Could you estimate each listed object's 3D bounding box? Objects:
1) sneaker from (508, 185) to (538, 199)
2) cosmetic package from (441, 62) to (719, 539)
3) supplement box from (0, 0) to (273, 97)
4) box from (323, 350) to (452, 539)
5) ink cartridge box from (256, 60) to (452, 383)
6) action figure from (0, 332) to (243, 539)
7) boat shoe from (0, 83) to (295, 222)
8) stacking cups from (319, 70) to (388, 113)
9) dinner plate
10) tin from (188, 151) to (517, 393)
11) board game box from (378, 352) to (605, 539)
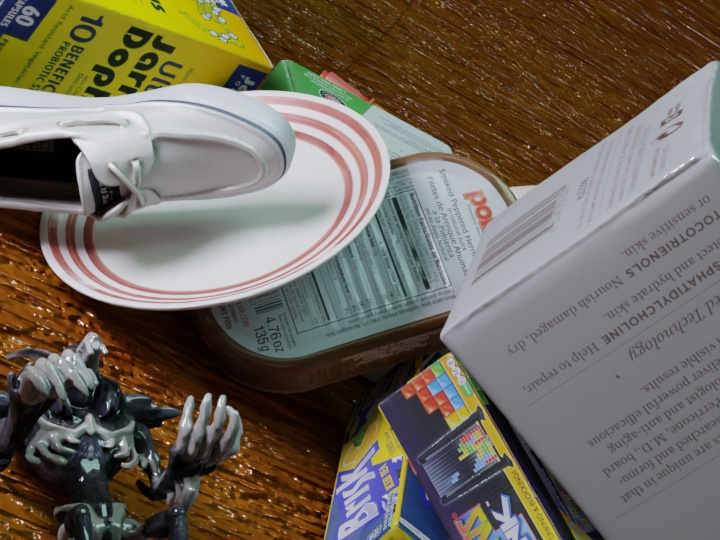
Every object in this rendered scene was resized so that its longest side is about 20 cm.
[{"bbox_3d":[0.136,0.006,1.375,0.200,0.075,0.105,25,36,-46],"label":"sneaker"},{"bbox_3d":[0.175,0.035,1.133,0.200,0.166,0.167,50,21,-10],"label":"cosmetic package"},{"bbox_3d":[-0.171,-0.139,1.307,0.200,0.109,0.110,14,34,-46],"label":"supplement box"},{"bbox_3d":[0.028,0.122,1.201,0.064,0.070,0.200,39,23,-14],"label":"box"},{"bbox_3d":[0.001,-0.024,1.400,0.146,0.083,0.200,27,27,-28],"label":"ink cartridge box"},{"bbox_3d":[-0.113,0.087,1.017,0.119,0.102,0.200,8,40,-33],"label":"action figure"},{"bbox_3d":[-0.137,-0.059,1.185,0.199,0.072,0.066,6,42,2],"label":"boat shoe"},{"bbox_3d":[0.040,-0.065,1.582,0.200,0.061,0.061,37,23,2],"label":"stacking cups"},{"bbox_3d":[-0.080,-0.036,1.231,0.200,0.200,0.024,-106,-177,-51],"label":"dinner plate"},{"bbox_3d":[0.000,0.000,1.250,0.042,0.199,0.112,95,-24,-70],"label":"tin"},{"bbox_3d":[0.110,0.128,1.182,0.200,0.057,0.166,8,50,-61],"label":"board game box"}]
